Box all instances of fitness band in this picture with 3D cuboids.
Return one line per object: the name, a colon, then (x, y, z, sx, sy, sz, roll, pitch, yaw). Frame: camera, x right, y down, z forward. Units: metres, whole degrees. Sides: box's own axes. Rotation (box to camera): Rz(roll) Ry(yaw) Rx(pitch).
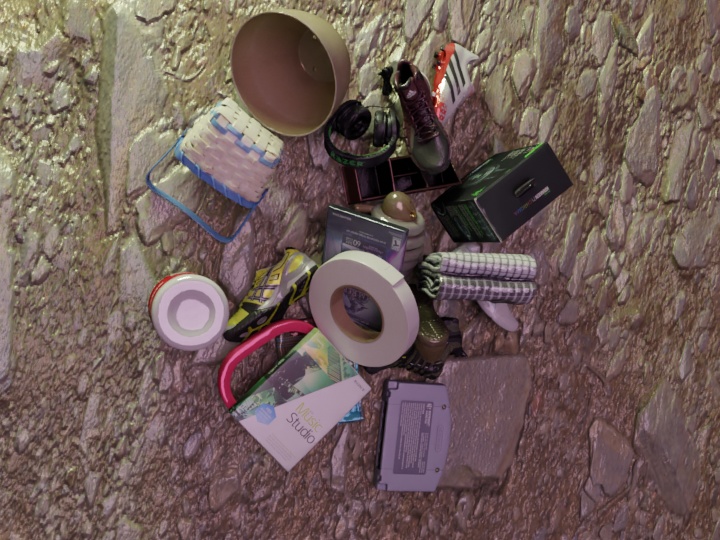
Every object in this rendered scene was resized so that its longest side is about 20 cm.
fitness band: (-0.145, 0.169, 1.301, 0.200, 0.037, 0.144, -34, 104, -14)

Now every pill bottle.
pill bottle: (-0.273, 0.059, 1.196, 0.112, 0.200, 0.112, 0, 91, -18)

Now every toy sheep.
toy sheep: (0.046, -0.048, 1.333, 0.138, 0.138, 0.200, 4, 126, -18)

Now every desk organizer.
desk organizer: (0.073, -0.169, 1.363, 0.200, 0.077, 0.072, -12, 96, -17)

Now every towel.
towel: (0.188, 0.014, 1.285, 0.165, 0.200, 0.086, 2, 90, -7)
towel: (-0.072, 0.181, 1.359, 0.146, 0.022, 0.200, -6, 94, -18)

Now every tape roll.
tape roll: (0.004, 0.065, 1.270, 0.037, 0.203, 0.203, -36, 104, -46)

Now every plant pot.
plant pot: (-0.095, -0.339, 1.264, 0.200, 0.200, 0.134, 57, 40, -12)

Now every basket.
basket: (-0.227, -0.160, 1.247, 0.176, 0.139, 0.200, 39, 108, -18)

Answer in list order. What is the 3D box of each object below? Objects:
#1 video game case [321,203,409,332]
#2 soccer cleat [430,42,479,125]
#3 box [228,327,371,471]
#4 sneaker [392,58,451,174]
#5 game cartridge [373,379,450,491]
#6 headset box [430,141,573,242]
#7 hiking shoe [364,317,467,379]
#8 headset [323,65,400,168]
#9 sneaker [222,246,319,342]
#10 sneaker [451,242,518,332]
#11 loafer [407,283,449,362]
video game case: (0.000, 0.000, 1.288, 0.143, 0.019, 0.200, 20, 120, 20)
soccer cleat: (0.162, -0.314, 1.394, 0.085, 0.069, 0.200, 14, 83, -14)
box: (-0.099, 0.215, 1.283, 0.200, 0.036, 0.144, -44, 106, -11)
sneaker: (0.092, -0.265, 1.294, 0.076, 0.116, 0.200, -20, 74, 12)
game cartridge: (0.099, 0.305, 1.411, 0.133, 0.042, 0.200, 7, 90, -22)
headset box: (0.248, -0.134, 1.357, 0.174, 0.200, 0.093, -37, 103, -12)
hiking shoe: (0.104, 0.158, 1.386, 0.200, 0.076, 0.101, -22, 95, -17)
headset: (0.014, -0.263, 1.320, 0.123, 0.094, 0.200, 19, 54, 12)
sneaker: (-0.160, 0.044, 1.310, 0.200, 0.075, 0.076, -41, 69, -7)
sneaker: (0.238, 0.031, 1.420, 0.080, 0.070, 0.200, -40, 104, 2)
loafer: (0.097, 0.088, 1.332, 0.076, 0.200, 0.068, 1, 118, -11)
